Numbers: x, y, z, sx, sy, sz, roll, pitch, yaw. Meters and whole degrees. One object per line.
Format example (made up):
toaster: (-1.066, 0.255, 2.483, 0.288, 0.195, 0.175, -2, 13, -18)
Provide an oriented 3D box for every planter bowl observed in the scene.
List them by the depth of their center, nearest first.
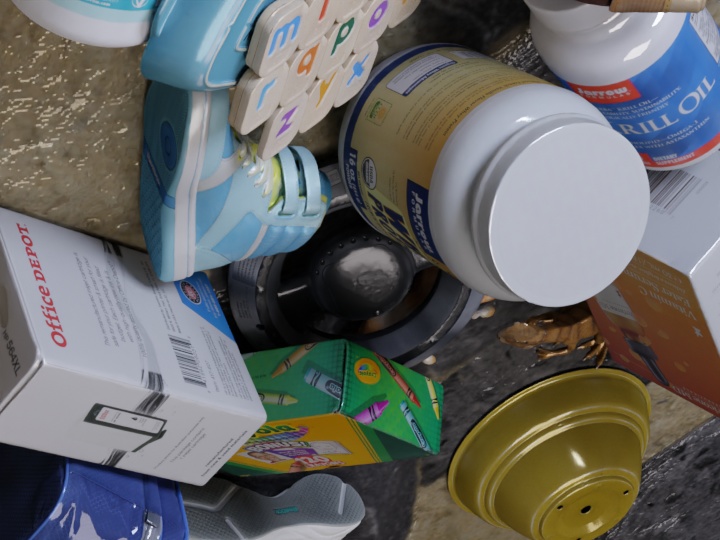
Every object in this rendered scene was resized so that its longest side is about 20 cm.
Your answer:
planter bowl: (0.184, 0.184, 1.894, 0.200, 0.084, 0.201, -16, 141, -14)

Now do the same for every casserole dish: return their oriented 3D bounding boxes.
casserole dish: (-0.064, -0.162, 1.305, 0.121, 0.039, 0.200, -60, 167, 18)

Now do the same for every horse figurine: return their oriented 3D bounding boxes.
horse figurine: (0.048, 0.043, 1.682, 0.200, 0.050, 0.132, -43, 145, 15)

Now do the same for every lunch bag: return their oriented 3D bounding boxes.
lunch bag: (-0.203, 0.166, 1.541, 0.132, 0.200, 0.136, 28, 120, -35)

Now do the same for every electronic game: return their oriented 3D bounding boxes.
electronic game: (0.000, 0.000, 1.584, 0.199, 0.042, 0.200, -7, 126, -9)

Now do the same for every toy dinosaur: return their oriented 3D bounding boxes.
toy dinosaur: (0.198, 0.031, 1.735, 0.200, 0.060, 0.106, -31, 166, -25)

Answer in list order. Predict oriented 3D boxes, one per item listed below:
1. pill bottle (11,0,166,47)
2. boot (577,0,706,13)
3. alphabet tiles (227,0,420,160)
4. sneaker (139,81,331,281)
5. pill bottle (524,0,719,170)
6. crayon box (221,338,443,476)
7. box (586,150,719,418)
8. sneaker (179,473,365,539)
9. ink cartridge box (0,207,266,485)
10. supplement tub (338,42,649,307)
pill bottle: (-0.130, -0.233, 1.210, 0.111, 0.111, 0.200, -1, 134, -30)
boot: (0.155, -0.266, 1.340, 0.166, 0.072, 0.201, 15, 98, 7)
alphabet tiles: (-0.011, -0.164, 1.355, 0.200, 0.015, 0.196, -40, 160, -41)
sneaker: (-0.077, -0.077, 1.448, 0.130, 0.080, 0.200, -10, 148, -17)
pill bottle: (0.184, -0.160, 1.480, 0.112, 0.112, 0.200, -36, 141, 11)
crayon box: (-0.052, 0.105, 1.605, 0.200, 0.058, 0.119, -10, 155, 38)
box: (0.250, 0.003, 1.629, 0.106, 0.152, 0.200, -46, 135, -17)
sneaker: (-0.093, 0.219, 1.781, 0.200, 0.071, 0.080, 4, 135, -35)
ink cartridge box: (-0.181, 0.054, 1.478, 0.200, 0.146, 0.084, 18, 125, -42)
supplement tub: (0.087, -0.064, 1.432, 0.144, 0.200, 0.145, -10, 112, -25)
